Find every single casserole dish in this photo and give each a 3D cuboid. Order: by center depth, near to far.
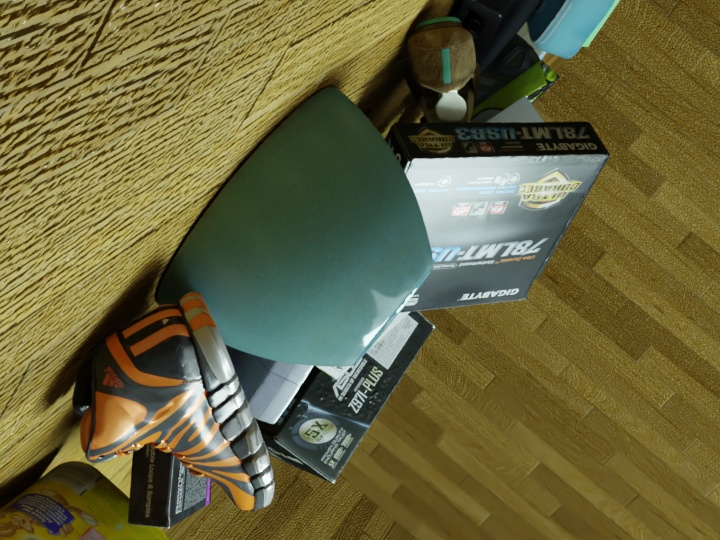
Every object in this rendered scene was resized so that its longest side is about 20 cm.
[{"bbox_3d":[0.194,-0.280,1.235,0.200,0.039,0.121,123,-38,-72],"label":"casserole dish"}]

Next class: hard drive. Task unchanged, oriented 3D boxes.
[{"bbox_3d":[0.125,-0.238,1.209,0.135,0.042,0.200,-50,176,-16],"label":"hard drive"}]

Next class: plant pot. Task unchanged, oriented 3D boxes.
[{"bbox_3d":[-0.028,-0.010,0.929,0.200,0.135,0.200,-51,176,-5],"label":"plant pot"}]

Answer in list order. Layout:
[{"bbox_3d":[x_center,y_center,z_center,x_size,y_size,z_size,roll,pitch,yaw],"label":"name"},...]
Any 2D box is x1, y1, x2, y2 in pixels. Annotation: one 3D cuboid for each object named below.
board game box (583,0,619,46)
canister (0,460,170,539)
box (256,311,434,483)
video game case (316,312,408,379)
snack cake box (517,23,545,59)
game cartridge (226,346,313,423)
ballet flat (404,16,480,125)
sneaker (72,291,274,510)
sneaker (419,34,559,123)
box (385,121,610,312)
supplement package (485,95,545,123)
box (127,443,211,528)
[{"bbox_3d":[0.235,-0.322,1.243,0.200,0.029,0.135,120,-29,-66],"label":"board game box"},{"bbox_3d":[-0.212,0.224,0.911,0.087,0.149,0.200,-46,179,14],"label":"canister"},{"bbox_3d":[-0.038,0.109,1.402,0.200,0.086,0.164,-56,-157,-12],"label":"box"},{"bbox_3d":[0.000,0.000,1.226,0.200,0.036,0.181,-43,145,6],"label":"video game case"},{"bbox_3d":[0.136,-0.200,1.496,0.115,0.067,0.200,-50,176,-21],"label":"snack cake box"},{"bbox_3d":[-0.051,0.021,1.082,0.200,0.040,0.133,-63,-154,2],"label":"game cartridge"},{"bbox_3d":[0.073,-0.155,1.103,0.068,0.072,0.200,-8,176,2],"label":"ballet flat"},{"bbox_3d":[-0.131,0.105,0.887,0.112,0.078,0.200,-24,130,-9],"label":"sneaker"},{"bbox_3d":[0.103,-0.175,1.358,0.200,0.081,0.074,-32,174,1],"label":"sneaker"},{"bbox_3d":[0.091,-0.044,1.147,0.200,0.050,0.199,-4,139,-26],"label":"box"},{"bbox_3d":[0.133,-0.077,1.347,0.109,0.114,0.200,-34,176,-15],"label":"supplement package"},{"bbox_3d":[-0.143,0.119,1.027,0.200,0.036,0.143,84,9,-85],"label":"box"}]
